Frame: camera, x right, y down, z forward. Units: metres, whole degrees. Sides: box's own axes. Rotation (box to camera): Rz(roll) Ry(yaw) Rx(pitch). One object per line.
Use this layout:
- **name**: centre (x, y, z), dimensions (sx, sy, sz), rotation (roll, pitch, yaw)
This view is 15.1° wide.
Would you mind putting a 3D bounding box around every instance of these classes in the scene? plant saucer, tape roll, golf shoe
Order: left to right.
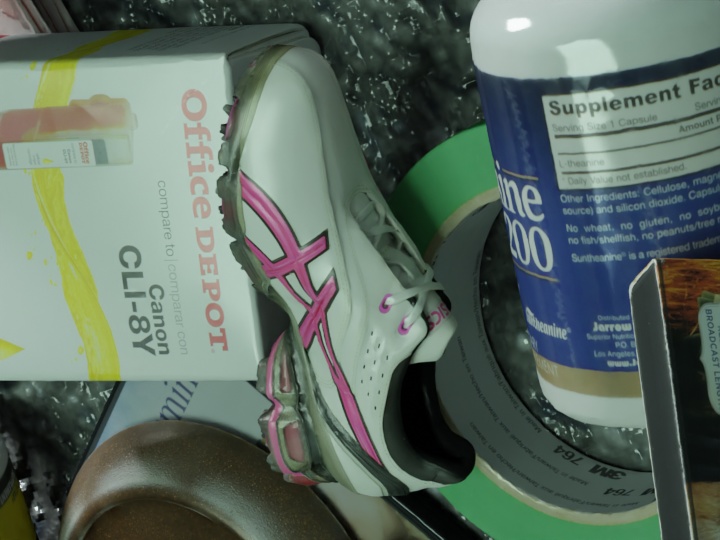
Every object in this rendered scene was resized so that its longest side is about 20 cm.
- **plant saucer**: centre (-0.074, 0.168, 1.289), dimensions (0.200, 0.032, 0.200), rotation (16, 118, 32)
- **golf shoe**: centre (0.000, 0.000, 1.102), dimensions (0.092, 0.073, 0.200), rotation (5, 122, 28)
- **tape roll**: centre (0.095, 0.027, 1.115), dimensions (0.200, 0.048, 0.201), rotation (16, 118, 32)

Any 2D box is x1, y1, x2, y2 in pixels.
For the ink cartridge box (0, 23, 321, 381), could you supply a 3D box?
- **ink cartridge box**: centre (-0.118, -0.030, 1.195), dimensions (0.200, 0.083, 0.145), rotation (-1, 103, 25)

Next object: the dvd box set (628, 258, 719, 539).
- **dvd box set**: centre (0.195, 0.069, 0.908), dimensions (0.029, 0.200, 0.146), rotation (121, 148, -62)

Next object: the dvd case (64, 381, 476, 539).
- **dvd case**: centre (-0.044, 0.118, 1.277), dimensions (0.200, 0.018, 0.143), rotation (40, 128, 17)

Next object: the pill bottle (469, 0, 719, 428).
- **pill bottle**: centre (0.100, -0.054, 0.968), dimensions (0.111, 0.111, 0.200), rotation (1, 112, 36)

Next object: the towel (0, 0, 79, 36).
- **towel**: centre (-0.189, -0.048, 1.307), dimensions (0.200, 0.032, 0.191), rotation (-30, 90, 40)

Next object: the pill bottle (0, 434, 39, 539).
- **pill bottle**: centre (-0.203, 0.180, 1.351), dimensions (0.114, 0.114, 0.200), rotation (4, 121, 36)
